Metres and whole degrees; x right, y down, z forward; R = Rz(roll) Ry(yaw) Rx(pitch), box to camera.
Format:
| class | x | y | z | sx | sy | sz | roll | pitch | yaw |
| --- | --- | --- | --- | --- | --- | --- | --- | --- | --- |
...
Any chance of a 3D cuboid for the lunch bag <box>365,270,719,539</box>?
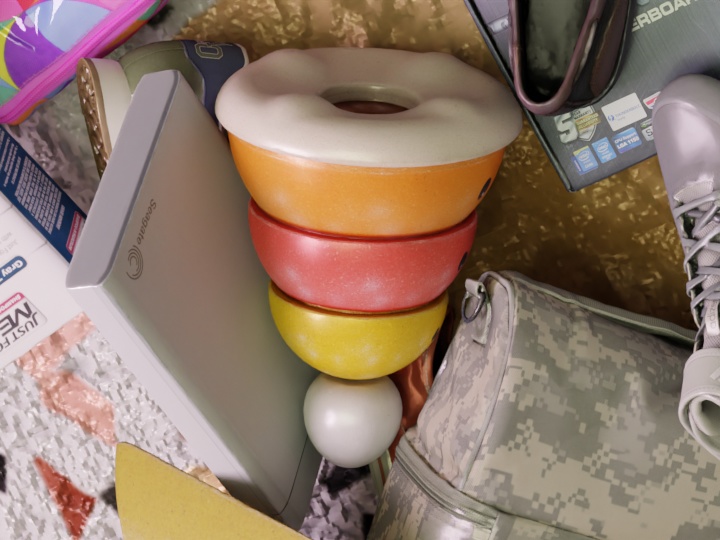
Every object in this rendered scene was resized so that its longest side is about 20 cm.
| class | x | y | z | sx | sy | sz | roll | pitch | yaw |
| --- | --- | --- | --- | --- | --- | --- | --- | --- | --- |
| lunch bag | 0.121 | 0.101 | 1.412 | 0.200 | 0.139 | 0.168 | 18 | 99 | -14 |

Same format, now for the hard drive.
| class | x | y | z | sx | sy | sz | roll | pitch | yaw |
| --- | --- | --- | --- | --- | --- | --- | --- | --- | --- |
| hard drive | -0.067 | 0.018 | 1.416 | 0.027 | 0.132 | 0.200 | -7 | 138 | 28 |

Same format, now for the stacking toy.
| class | x | y | z | sx | sy | sz | roll | pitch | yaw |
| --- | --- | --- | --- | --- | --- | --- | --- | --- | --- |
| stacking toy | 0.000 | 0.000 | 1.420 | 0.146 | 0.146 | 0.200 | 9 | 112 | 14 |

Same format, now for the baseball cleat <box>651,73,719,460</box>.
| class | x | y | z | sx | sy | sz | roll | pitch | yaw |
| --- | --- | --- | --- | --- | --- | --- | --- | --- | --- |
| baseball cleat | 0.174 | 0.009 | 1.338 | 0.070 | 0.106 | 0.200 | -30 | 88 | 52 |

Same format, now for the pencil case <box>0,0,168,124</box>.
| class | x | y | z | sx | sy | sz | roll | pitch | yaw |
| --- | --- | --- | --- | --- | --- | --- | --- | --- | --- |
| pencil case | -0.132 | -0.150 | 1.450 | 0.200 | 0.088 | 0.088 | -35 | 95 | 27 |

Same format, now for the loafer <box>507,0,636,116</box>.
| class | x | y | z | sx | sy | sz | roll | pitch | yaw |
| --- | --- | --- | --- | --- | --- | --- | --- | --- | --- |
| loafer | 0.098 | -0.166 | 1.333 | 0.072 | 0.063 | 0.200 | 8 | 107 | 17 |

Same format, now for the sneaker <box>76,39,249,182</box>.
| class | x | y | z | sx | sy | sz | roll | pitch | yaw |
| --- | --- | --- | --- | --- | --- | --- | --- | --- | --- |
| sneaker | -0.080 | -0.030 | 1.485 | 0.090 | 0.067 | 0.200 | -18 | 126 | -12 |

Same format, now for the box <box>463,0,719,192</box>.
| class | x | y | z | sx | sy | sz | roll | pitch | yaw |
| --- | --- | --- | --- | --- | --- | --- | --- | --- | --- |
| box | 0.151 | -0.148 | 1.385 | 0.200 | 0.051 | 0.158 | -24 | 99 | 23 |

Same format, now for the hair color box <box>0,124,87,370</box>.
| class | x | y | z | sx | sy | sz | roll | pitch | yaw |
| --- | --- | --- | --- | --- | --- | --- | --- | --- | --- |
| hair color box | -0.225 | -0.042 | 1.444 | 0.100 | 0.061 | 0.200 | -34 | 112 | 19 |

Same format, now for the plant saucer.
| class | x | y | z | sx | sy | sz | roll | pitch | yaw |
| --- | --- | --- | --- | --- | --- | --- | --- | --- | --- |
| plant saucer | -0.024 | 0.179 | 1.445 | 0.048 | 0.200 | 0.200 | -52 | 126 | -11 |

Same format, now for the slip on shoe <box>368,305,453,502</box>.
| class | x | y | z | sx | sy | sz | roll | pitch | yaw |
| --- | --- | --- | --- | --- | --- | --- | --- | --- | --- |
| slip on shoe | 0.046 | 0.108 | 1.496 | 0.061 | 0.074 | 0.200 | -15 | 99 | 18 |
